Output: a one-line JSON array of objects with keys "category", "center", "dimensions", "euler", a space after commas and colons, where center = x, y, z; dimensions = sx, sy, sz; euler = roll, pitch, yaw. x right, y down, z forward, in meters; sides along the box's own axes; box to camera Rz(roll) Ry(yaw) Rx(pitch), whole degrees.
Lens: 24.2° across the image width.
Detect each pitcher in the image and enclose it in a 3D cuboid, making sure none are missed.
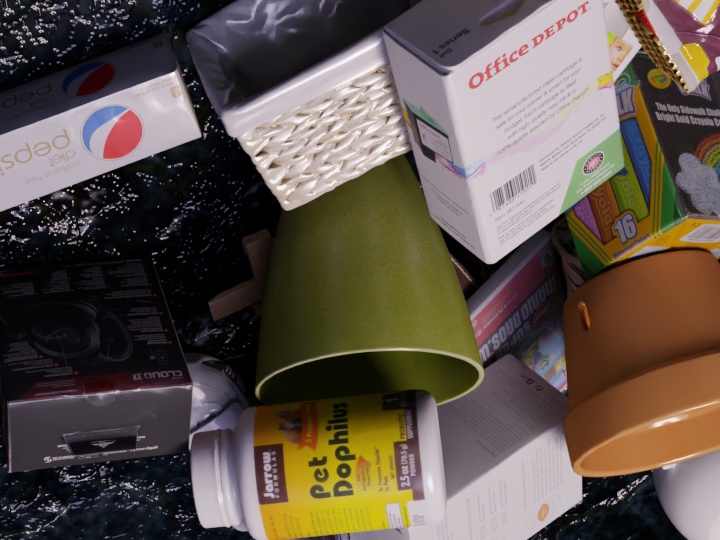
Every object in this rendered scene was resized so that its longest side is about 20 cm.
[{"category": "pitcher", "center": [0.320, 0.180, 1.651], "dimensions": [0.171, 0.200, 0.122], "euler": [17, 118, -28]}]

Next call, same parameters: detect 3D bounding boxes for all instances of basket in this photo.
[{"category": "basket", "center": [-0.015, -0.157, 1.317], "dimensions": [0.199, 0.136, 0.124], "euler": [-28, 132, 1]}]

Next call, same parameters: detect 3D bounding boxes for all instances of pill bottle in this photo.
[{"category": "pill bottle", "center": [-0.033, 0.159, 1.358], "dimensions": [0.198, 0.110, 0.110], "euler": [-7, 129, 3]}]

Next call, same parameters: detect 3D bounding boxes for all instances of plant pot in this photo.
[{"category": "plant pot", "center": [0.252, 0.075, 1.404], "dimensions": [0.199, 0.141, 0.200], "euler": [-14, 160, -5]}, {"category": "plant pot", "center": [0.000, 0.000, 1.386], "dimensions": [0.186, 0.201, 0.187], "euler": [-4, 159, -2]}]

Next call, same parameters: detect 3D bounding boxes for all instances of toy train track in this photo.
[{"category": "toy train track", "center": [-0.079, 0.034, 1.506], "dimensions": [0.114, 0.033, 0.201], "euler": [-23, 136, -12]}]

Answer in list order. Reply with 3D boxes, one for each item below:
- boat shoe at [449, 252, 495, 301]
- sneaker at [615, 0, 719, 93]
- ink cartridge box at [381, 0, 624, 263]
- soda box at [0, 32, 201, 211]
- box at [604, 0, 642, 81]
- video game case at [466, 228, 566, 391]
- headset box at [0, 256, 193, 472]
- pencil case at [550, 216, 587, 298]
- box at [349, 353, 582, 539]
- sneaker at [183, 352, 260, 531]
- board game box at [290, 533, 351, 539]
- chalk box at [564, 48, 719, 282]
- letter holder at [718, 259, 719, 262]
[{"category": "boat shoe", "center": [0.096, 0.023, 1.538], "dimensions": [0.070, 0.070, 0.200], "euler": [-42, 139, -7]}, {"category": "sneaker", "center": [0.237, -0.228, 1.271], "dimensions": [0.090, 0.075, 0.200], "euler": [-39, 136, 0]}, {"category": "ink cartridge box", "center": [0.111, -0.128, 1.257], "dimensions": [0.144, 0.084, 0.201], "euler": [-35, 139, -16]}, {"category": "soda box", "center": [-0.231, -0.112, 1.316], "dimensions": [0.199, 0.064, 0.068], "euler": [-21, 130, -5]}, {"category": "box", "center": [0.197, -0.262, 1.337], "dimensions": [0.112, 0.102, 0.200], "euler": [23, 115, -33]}, {"category": "video game case", "center": [0.141, 0.075, 1.549], "dimensions": [0.143, 0.017, 0.201], "euler": [-44, 141, -23]}, {"category": "headset box", "center": [-0.225, 0.079, 1.372], "dimensions": [0.148, 0.200, 0.078], "euler": [-5, 128, -17]}, {"category": "pencil case", "center": [0.224, 0.030, 1.543], "dimensions": [0.077, 0.090, 0.201], "euler": [-9, 133, 6]}, {"category": "box", "center": [0.092, 0.188, 1.481], "dimensions": [0.199, 0.097, 0.125], "euler": [-31, 137, -25]}, {"category": "sneaker", "center": [-0.115, 0.162, 1.530], "dimensions": [0.075, 0.115, 0.200], "euler": [-35, 129, 8]}, {"category": "board game box", "center": [-0.021, 0.190, 1.533], "dimensions": [0.056, 0.201, 0.166], "euler": [6, 134, 19]}, {"category": "chalk box", "center": [0.241, -0.104, 1.424], "dimensions": [0.124, 0.201, 0.124], "euler": [3, 152, -39]}, {"category": "letter holder", "center": [0.310, 0.019, 1.563], "dimensions": [0.100, 0.142, 0.201], "euler": [-20, 130, -5]}]
